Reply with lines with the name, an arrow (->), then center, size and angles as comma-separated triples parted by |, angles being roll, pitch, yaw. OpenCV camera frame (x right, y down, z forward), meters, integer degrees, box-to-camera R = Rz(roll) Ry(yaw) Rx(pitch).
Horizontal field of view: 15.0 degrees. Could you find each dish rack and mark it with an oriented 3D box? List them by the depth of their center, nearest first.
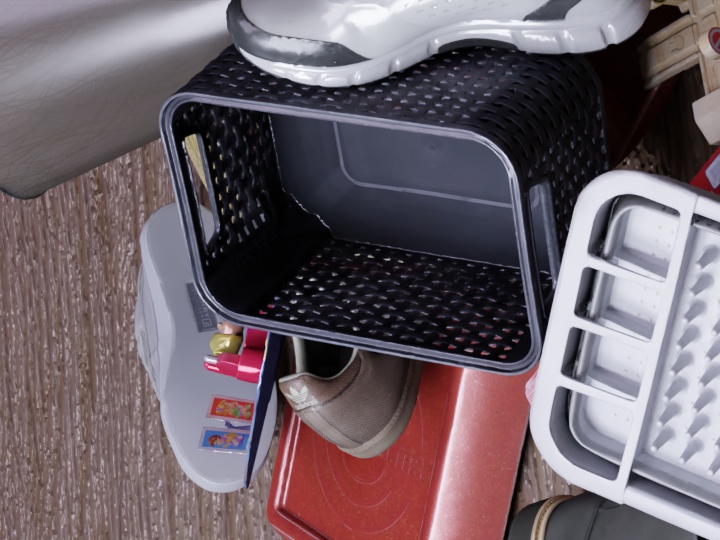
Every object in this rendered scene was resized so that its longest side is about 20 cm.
dish rack -> 0.184, 0.048, 1.249 | 0.200, 0.044, 0.172 | 23, 123, 20

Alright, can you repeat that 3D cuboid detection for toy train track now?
toy train track -> 0.154, -0.159, 1.326 | 0.115, 0.033, 0.200 | -29, 64, 50

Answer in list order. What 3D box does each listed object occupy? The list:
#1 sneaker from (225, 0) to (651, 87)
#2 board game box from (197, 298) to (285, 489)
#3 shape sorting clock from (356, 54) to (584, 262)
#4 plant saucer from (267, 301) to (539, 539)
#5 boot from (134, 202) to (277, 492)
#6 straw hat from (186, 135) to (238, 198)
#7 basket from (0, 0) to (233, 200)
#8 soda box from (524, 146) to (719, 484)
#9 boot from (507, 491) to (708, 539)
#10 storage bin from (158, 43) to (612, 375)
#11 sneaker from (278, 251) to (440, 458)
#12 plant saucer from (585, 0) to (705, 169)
sneaker -> 0.033, -0.141, 1.281 | 0.080, 0.200, 0.074 | 75, -172, -49
board game box -> -0.062, 0.021, 1.564 | 0.158, 0.039, 0.200 | 100, -179, -45
shape sorting clock -> 0.031, -0.102, 1.453 | 0.200, 0.039, 0.200 | -17, 62, 35
plant saucer -> 0.014, 0.095, 1.560 | 0.200, 0.037, 0.200 | 28, 110, 52
boot -> -0.099, 0.062, 1.703 | 0.096, 0.073, 0.200 | 104, 159, -58
straw hat -> -0.069, -0.115, 1.643 | 0.201, 0.085, 0.201 | 63, 172, 16
basket -> -0.123, -0.144, 1.478 | 0.200, 0.136, 0.180 | -13, 110, 25
soda box -> 0.163, 0.021, 1.333 | 0.200, 0.070, 0.063 | -53, 52, 38
boot -> 0.141, 0.201, 1.360 | 0.138, 0.077, 0.200 | -22, 71, 47
storage bin -> 0.015, -0.041, 1.343 | 0.200, 0.094, 0.135 | 10, 126, 30
sneaker -> 0.000, 0.000, 1.489 | 0.070, 0.076, 0.200 | -22, 49, 35
plant saucer -> 0.134, -0.186, 1.415 | 0.200, 0.037, 0.200 | 56, 132, 40
